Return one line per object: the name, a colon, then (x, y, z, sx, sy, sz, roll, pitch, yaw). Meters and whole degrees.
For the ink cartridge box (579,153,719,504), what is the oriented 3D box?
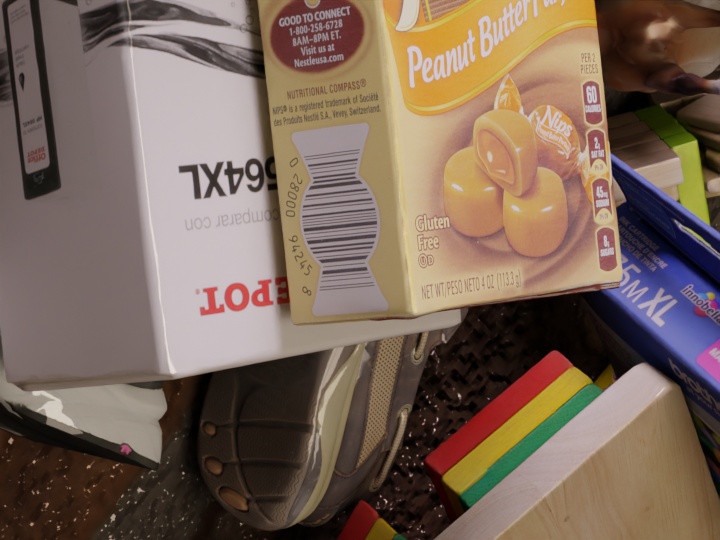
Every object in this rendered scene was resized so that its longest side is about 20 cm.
ink cartridge box: (0.140, 0.054, 1.012, 0.042, 0.119, 0.201, -35, 134, -11)

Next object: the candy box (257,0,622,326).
candy box: (0.023, -0.088, 0.845, 0.115, 0.055, 0.201, -8, 93, -51)

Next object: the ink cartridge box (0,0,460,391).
ink cartridge box: (-0.049, -0.069, 0.869, 0.146, 0.084, 0.201, -9, 93, -47)

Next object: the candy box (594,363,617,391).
candy box: (0.161, 0.105, 1.158, 0.102, 0.026, 0.200, -50, 127, -15)

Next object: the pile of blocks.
pile of blocks: (0.156, -0.047, 1.076, 0.199, 0.082, 0.063, -27, 118, -29)

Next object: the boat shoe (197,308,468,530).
boat shoe: (0.000, 0.000, 0.987, 0.073, 0.074, 0.201, 9, 105, -50)

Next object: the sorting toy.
sorting toy: (0.051, 0.147, 1.031, 0.199, 0.070, 0.200, -39, 138, -13)

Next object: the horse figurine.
horse figurine: (0.143, -0.100, 1.039, 0.199, 0.132, 0.050, -22, 112, -45)

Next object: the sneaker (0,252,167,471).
sneaker: (-0.138, -0.004, 0.882, 0.200, 0.080, 0.087, 29, 73, -47)
